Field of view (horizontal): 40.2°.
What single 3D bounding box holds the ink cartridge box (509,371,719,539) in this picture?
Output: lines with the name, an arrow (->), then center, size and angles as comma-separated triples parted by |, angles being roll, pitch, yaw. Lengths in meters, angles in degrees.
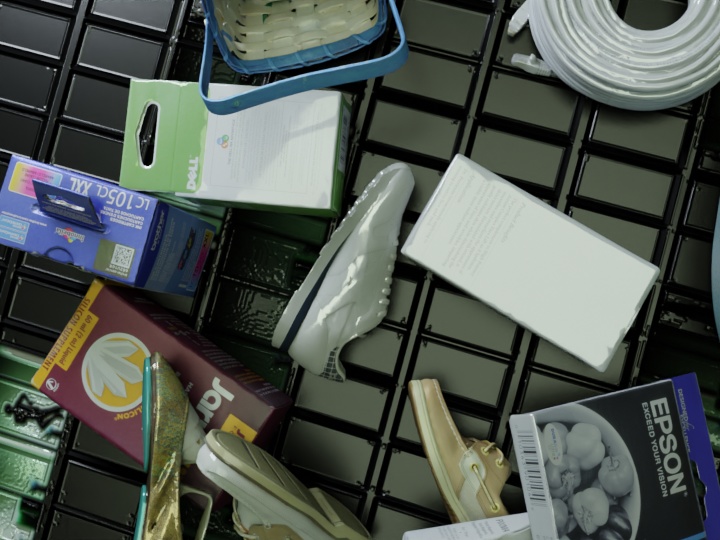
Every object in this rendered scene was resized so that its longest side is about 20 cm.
ink cartridge box -> 0.228, 0.195, 0.794 | 0.197, 0.043, 0.202 | -9, 85, -25

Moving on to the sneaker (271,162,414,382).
sneaker -> 0.000, 0.000, 0.874 | 0.080, 0.076, 0.202 | 31, 98, 1

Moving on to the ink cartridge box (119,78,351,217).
ink cartridge box -> -0.112, -0.111, 0.895 | 0.196, 0.059, 0.106 | 5, 87, 8

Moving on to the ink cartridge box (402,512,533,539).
ink cartridge box -> 0.138, 0.280, 0.804 | 0.196, 0.057, 0.166 | -7, 102, -2

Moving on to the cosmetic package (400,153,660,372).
cosmetic package -> 0.143, -0.006, 0.849 | 0.198, 0.074, 0.103 | 32, 91, 7

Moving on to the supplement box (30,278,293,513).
supplement box -> -0.174, 0.109, 0.878 | 0.199, 0.086, 0.111 | 33, 91, 8

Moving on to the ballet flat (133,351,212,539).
ballet flat -> -0.152, 0.169, 0.801 | 0.069, 0.071, 0.204 | 4, 88, 8

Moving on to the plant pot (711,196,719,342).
plant pot -> 0.374, 0.007, 0.762 | 0.193, 0.196, 0.203 | 15, 97, 8

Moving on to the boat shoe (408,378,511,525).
boat shoe -> 0.099, 0.180, 0.847 | 0.066, 0.074, 0.203 | -22, 95, 1

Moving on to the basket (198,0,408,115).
basket -> -0.052, -0.227, 0.840 | 0.173, 0.140, 0.202 | -10, 51, 7

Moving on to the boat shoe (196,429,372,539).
boat shoe -> -0.070, 0.205, 0.817 | 0.069, 0.075, 0.200 | -47, 125, -1

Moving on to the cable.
cable -> 0.245, -0.241, 0.849 | 0.198, 0.069, 0.203 | 25, 90, 9

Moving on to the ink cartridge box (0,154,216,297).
ink cartridge box -> -0.218, -0.034, 0.834 | 0.134, 0.200, 0.078 | 17, 89, 8
